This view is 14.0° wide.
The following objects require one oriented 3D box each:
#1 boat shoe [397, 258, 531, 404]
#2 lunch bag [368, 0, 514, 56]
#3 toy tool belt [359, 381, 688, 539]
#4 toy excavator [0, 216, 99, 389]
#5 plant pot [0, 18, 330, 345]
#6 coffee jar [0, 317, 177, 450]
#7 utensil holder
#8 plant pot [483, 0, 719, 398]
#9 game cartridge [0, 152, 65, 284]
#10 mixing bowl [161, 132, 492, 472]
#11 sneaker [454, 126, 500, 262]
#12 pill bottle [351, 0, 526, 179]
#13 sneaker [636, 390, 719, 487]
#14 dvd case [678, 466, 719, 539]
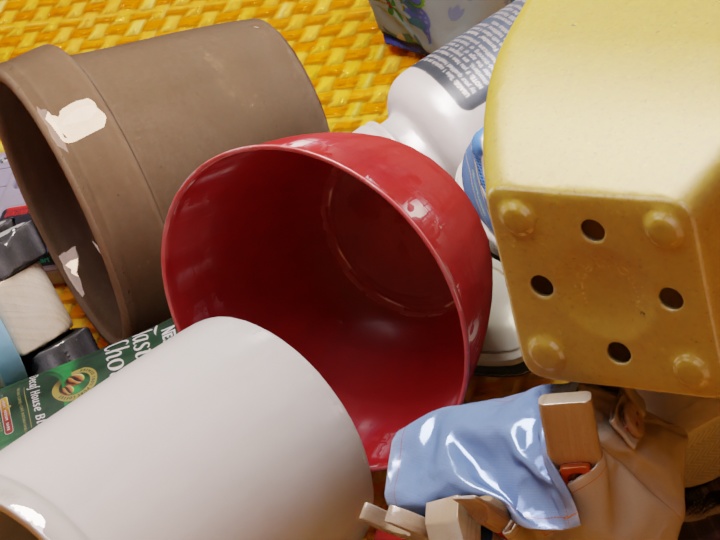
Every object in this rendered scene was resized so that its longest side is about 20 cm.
[{"bbox_3d":[0.041,0.032,1.743,0.199,0.062,0.075,11,54,42],"label":"boat shoe"},{"bbox_3d":[0.091,-0.256,1.979,0.200,0.171,0.127,-36,38,-18],"label":"lunch bag"},{"bbox_3d":[0.066,0.112,1.540,0.199,0.123,0.126,-19,51,33],"label":"toy tool belt"},{"bbox_3d":[-0.285,0.055,1.849,0.199,0.100,0.194,-29,9,-15],"label":"toy excavator"},{"bbox_3d":[-0.116,-0.071,1.839,0.174,0.201,0.200,-26,36,-15],"label":"plant pot"},{"bbox_3d":[-0.129,0.086,1.751,0.199,0.086,0.104,-24,31,0],"label":"coffee jar"},{"bbox_3d":[-0.113,0.139,1.584,0.169,0.171,0.200,16,40,41],"label":"utensil holder"},{"bbox_3d":[0.165,-0.040,1.497,0.193,0.196,0.200,6,37,31],"label":"plant pot"},{"bbox_3d":[-0.181,-0.045,1.988,0.199,0.039,0.130,-8,35,20],"label":"game cartridge"},{"bbox_3d":[0.000,0.000,1.638,0.199,0.201,0.108,5,29,34],"label":"mixing bowl"},{"bbox_3d":[0.127,-0.009,1.691,0.200,0.077,0.076,40,70,19],"label":"sneaker"},{"bbox_3d":[0.085,-0.091,1.822,0.199,0.120,0.120,-32,37,-12],"label":"pill bottle"},{"bbox_3d":[0.231,0.026,1.600,0.199,0.074,0.116,-25,47,0],"label":"sneaker"},{"bbox_3d":[0.182,0.129,1.585,0.199,0.016,0.149,-23,38,1],"label":"dvd case"}]
